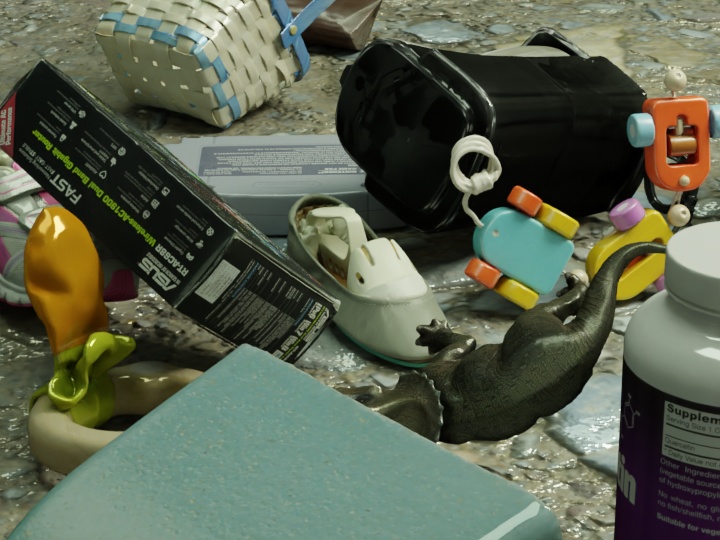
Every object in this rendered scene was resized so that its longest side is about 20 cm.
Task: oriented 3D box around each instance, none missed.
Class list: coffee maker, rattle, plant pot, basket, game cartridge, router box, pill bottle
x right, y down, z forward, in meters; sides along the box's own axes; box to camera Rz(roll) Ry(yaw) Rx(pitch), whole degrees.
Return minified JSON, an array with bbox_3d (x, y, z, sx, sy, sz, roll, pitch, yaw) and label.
[{"bbox_3d":[0.112,-0.097,1.490,0.192,0.135,0.200,15,16,39],"label":"coffee maker"},{"bbox_3d":[-0.107,0.058,1.175,0.130,0.143,0.200,7,11,-31],"label":"rattle"},{"bbox_3d":[-0.050,0.181,0.825,0.200,0.196,0.196,-29,35,-32],"label":"plant pot"},{"bbox_3d":[-0.118,-0.224,1.805,0.176,0.139,0.200,19,60,37],"label":"basket"},{"bbox_3d":[-0.054,-0.066,1.591,0.200,0.041,0.133,-1,19,0],"label":"game cartridge"},{"bbox_3d":[-0.123,-0.033,1.309,0.200,0.062,0.150,41,3,30],"label":"router box"},{"bbox_3d":[0.181,0.082,1.022,0.112,0.200,0.112,0,23,0],"label":"pill bottle"}]

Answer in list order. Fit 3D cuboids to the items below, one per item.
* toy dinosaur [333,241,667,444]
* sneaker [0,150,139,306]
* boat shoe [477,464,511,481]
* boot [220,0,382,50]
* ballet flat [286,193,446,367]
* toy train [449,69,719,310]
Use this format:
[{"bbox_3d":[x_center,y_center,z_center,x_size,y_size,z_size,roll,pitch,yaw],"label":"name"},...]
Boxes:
[{"bbox_3d":[0.077,0.053,1.053,0.200,0.077,0.102,-20,21,12],"label":"toy dinosaur"},{"bbox_3d":[-0.221,-0.030,1.422,0.200,0.088,0.081,22,17,41],"label":"sneaker"},{"bbox_3d":[0.029,0.133,1.084,0.069,0.071,0.200,-21,25,-27],"label":"boat shoe"},{"bbox_3d":[-0.063,-0.267,2.029,0.200,0.064,0.186,2,36,15],"label":"boot"},{"bbox_3d":[0.000,0.000,1.396,0.067,0.064,0.200,-11,25,-22],"label":"ballet flat"},{"bbox_3d":[0.153,-0.052,1.420,0.200,0.150,0.056,-11,11,-12],"label":"toy train"}]
